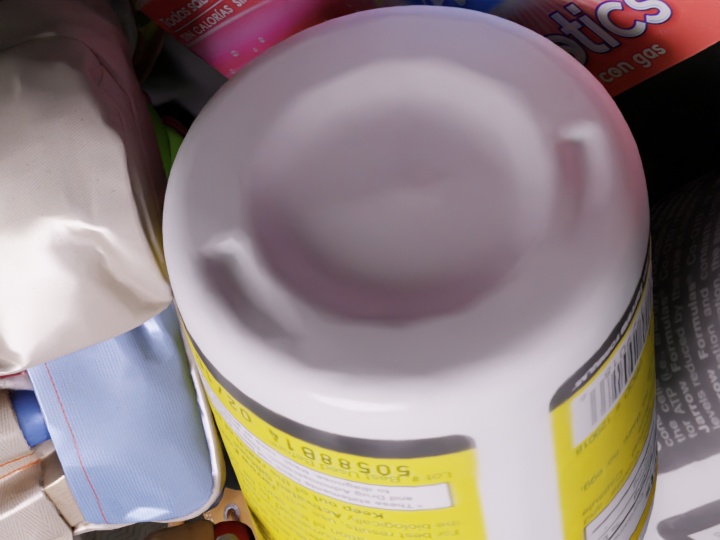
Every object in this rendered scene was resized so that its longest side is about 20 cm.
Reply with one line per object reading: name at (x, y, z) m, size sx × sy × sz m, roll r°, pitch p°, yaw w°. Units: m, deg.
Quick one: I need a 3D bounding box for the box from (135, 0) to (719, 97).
box at (0.047, -0.107, 0.619) m, size 0.095 × 0.103 × 0.200 m, roll 37°, pitch 147°, yaw -19°

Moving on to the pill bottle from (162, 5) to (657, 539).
pill bottle at (0.020, 0.033, 0.647) m, size 0.111 × 0.111 × 0.200 m, roll 14°, pitch 151°, yaw 16°

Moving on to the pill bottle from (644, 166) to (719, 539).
pill bottle at (0.124, 0.022, 0.738) m, size 0.113 × 0.113 × 0.200 m, roll 37°, pitch 145°, yaw -19°

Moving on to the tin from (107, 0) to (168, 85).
tin at (-0.109, -0.122, 0.692) m, size 0.042 × 0.112 × 0.200 m, roll 14°, pitch 146°, yaw 34°

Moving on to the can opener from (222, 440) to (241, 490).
can opener at (-0.100, -0.009, 0.751) m, size 0.200 × 0.053 × 0.067 m, roll 35°, pitch -179°, yaw 30°

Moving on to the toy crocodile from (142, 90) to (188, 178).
toy crocodile at (-0.068, -0.022, 0.861) m, size 0.067 × 0.062 × 0.200 m, roll -8°, pitch 139°, yaw 42°

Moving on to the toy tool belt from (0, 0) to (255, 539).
toy tool belt at (-0.100, 0.031, 0.656) m, size 0.123 × 0.125 × 0.200 m, roll -13°, pitch 112°, yaw 0°

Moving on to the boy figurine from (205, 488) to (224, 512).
boy figurine at (0.000, 0.000, 0.769) m, size 0.200 × 0.064 × 0.124 m, roll -37°, pitch 75°, yaw 26°

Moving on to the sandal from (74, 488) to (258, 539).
sandal at (-0.013, 0.086, 0.843) m, size 0.200 × 0.082 × 0.055 m, roll 14°, pitch 143°, yaw 36°
